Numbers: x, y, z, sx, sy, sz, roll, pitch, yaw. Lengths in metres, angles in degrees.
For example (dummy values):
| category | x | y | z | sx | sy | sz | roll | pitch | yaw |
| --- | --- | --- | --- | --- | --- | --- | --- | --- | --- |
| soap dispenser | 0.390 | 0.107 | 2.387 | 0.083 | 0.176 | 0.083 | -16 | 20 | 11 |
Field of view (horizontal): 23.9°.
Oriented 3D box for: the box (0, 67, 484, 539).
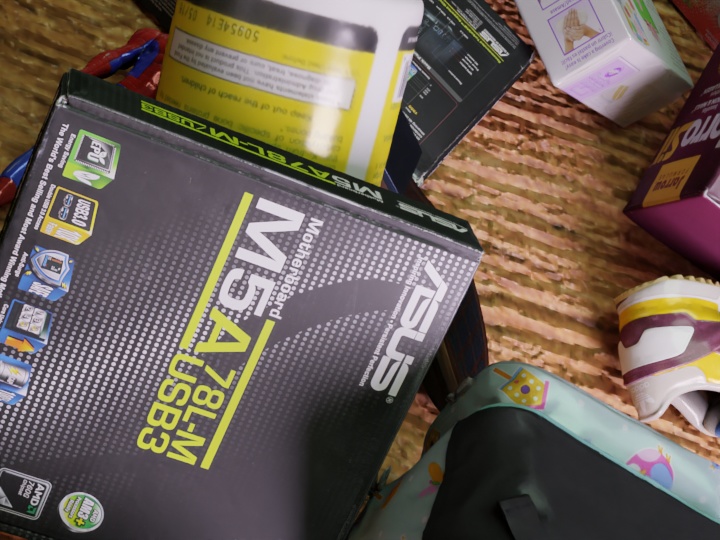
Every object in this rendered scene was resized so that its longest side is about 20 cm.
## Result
| category | x | y | z | sx | sy | sz | roll | pitch | yaw |
| --- | --- | --- | --- | --- | --- | --- | --- | --- | --- |
| box | -0.074 | 0.039 | 0.741 | 0.192 | 0.201 | 0.048 | 22 | 18 | -13 |

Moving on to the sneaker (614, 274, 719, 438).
| category | x | y | z | sx | sy | sz | roll | pitch | yaw |
| --- | --- | --- | --- | --- | --- | --- | --- | --- | --- |
| sneaker | 0.240 | 0.063 | 1.024 | 0.199 | 0.075 | 0.091 | 8 | 68 | -23 |

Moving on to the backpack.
| category | x | y | z | sx | sy | sz | roll | pitch | yaw |
| --- | --- | --- | --- | --- | --- | --- | --- | --- | --- |
| backpack | 0.074 | 0.150 | 0.776 | 0.175 | 0.200 | 0.154 | 27 | 46 | -12 |

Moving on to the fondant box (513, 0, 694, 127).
| category | x | y | z | sx | sy | sz | roll | pitch | yaw |
| --- | --- | --- | --- | --- | --- | --- | --- | --- | --- |
| fondant box | 0.127 | -0.200 | 1.065 | 0.144 | 0.058 | 0.201 | 13 | 50 | -64 |

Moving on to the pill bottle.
| category | x | y | z | sx | sy | sz | roll | pitch | yaw |
| --- | --- | --- | --- | --- | --- | --- | --- | --- | --- |
| pill bottle | -0.047 | -0.045 | 0.801 | 0.114 | 0.201 | 0.114 | 14 | 13 | -3 |

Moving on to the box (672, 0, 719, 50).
| category | x | y | z | sx | sy | sz | roll | pitch | yaw |
| --- | --- | --- | --- | --- | --- | --- | --- | --- | --- |
| box | 0.311 | -0.182 | 1.189 | 0.200 | 0.103 | 0.095 | 49 | 48 | 3 |

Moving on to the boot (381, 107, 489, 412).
| category | x | y | z | sx | sy | sz | roll | pitch | yaw |
| --- | --- | --- | --- | --- | --- | --- | --- | --- | --- |
| boot | 0.000 | 0.000 | 0.908 | 0.201 | 0.097 | 0.075 | 69 | 25 | -18 |

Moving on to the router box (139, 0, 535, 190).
| category | x | y | z | sx | sy | sz | roll | pitch | yaw |
| --- | --- | --- | --- | --- | --- | --- | --- | --- | --- |
| router box | -0.013 | -0.143 | 0.976 | 0.200 | 0.062 | 0.150 | 46 | 48 | -2 |

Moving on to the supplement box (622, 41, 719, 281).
| category | x | y | z | sx | sy | sz | roll | pitch | yaw |
| --- | --- | --- | --- | --- | --- | --- | --- | --- | --- |
| supplement box | 0.268 | -0.097 | 1.037 | 0.103 | 0.131 | 0.201 | 32 | 80 | -10 |

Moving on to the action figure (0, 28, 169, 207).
| category | x | y | z | sx | sy | sz | roll | pitch | yaw |
| --- | --- | --- | --- | --- | --- | --- | --- | --- | --- |
| action figure | -0.124 | -0.072 | 0.857 | 0.065 | 0.052 | 0.200 | 40 | 55 | -1 |
